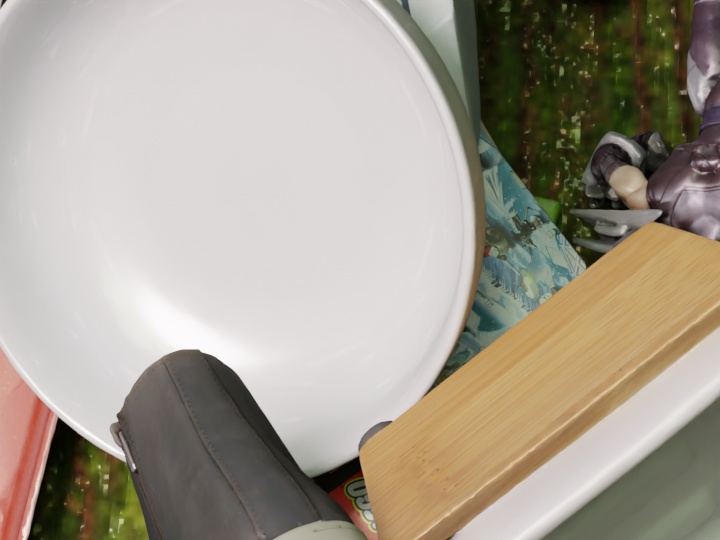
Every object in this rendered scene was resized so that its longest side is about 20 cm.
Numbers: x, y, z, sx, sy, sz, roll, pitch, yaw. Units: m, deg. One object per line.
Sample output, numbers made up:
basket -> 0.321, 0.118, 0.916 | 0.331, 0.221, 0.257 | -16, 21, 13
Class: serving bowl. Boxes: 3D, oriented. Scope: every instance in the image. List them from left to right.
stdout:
serving bowl -> -0.043, -0.028, 0.899 | 0.199, 0.066, 0.202 | 6, 105, 21

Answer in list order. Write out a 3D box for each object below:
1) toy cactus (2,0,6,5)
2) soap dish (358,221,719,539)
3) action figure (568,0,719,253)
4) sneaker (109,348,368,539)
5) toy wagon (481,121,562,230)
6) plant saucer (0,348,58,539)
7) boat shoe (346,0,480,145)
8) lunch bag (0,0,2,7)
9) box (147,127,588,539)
toy cactus -> -0.084, -0.141, 1.024 | 0.102, 0.200, 0.166 | 27, 41, -18
soap dish -> 0.092, 0.085, 0.894 | 0.157, 0.200, 0.081 | -38, 53, -4
action figure -> 0.151, -0.066, 0.983 | 0.129, 0.069, 0.201 | 4, 66, 21
sneaker -> -0.036, 0.119, 0.877 | 0.074, 0.201, 0.106 | -17, 51, -20
toy wagon -> -0.013, 0.025, 1.001 | 0.154, 0.040, 0.201 | 14, 76, 12
plant saucer -> -0.214, 0.059, 1.020 | 0.198, 0.037, 0.201 | 10, 75, 11
boat shoe -> -0.016, -0.130, 0.913 | 0.090, 0.071, 0.202 | -11, 113, 11
lunch bag -> -0.197, -0.160, 1.006 | 0.126, 0.170, 0.202 | 12, 73, -14
box -> 0.000, 0.000, 0.965 | 0.137, 0.040, 0.201 | -35, 72, -4
